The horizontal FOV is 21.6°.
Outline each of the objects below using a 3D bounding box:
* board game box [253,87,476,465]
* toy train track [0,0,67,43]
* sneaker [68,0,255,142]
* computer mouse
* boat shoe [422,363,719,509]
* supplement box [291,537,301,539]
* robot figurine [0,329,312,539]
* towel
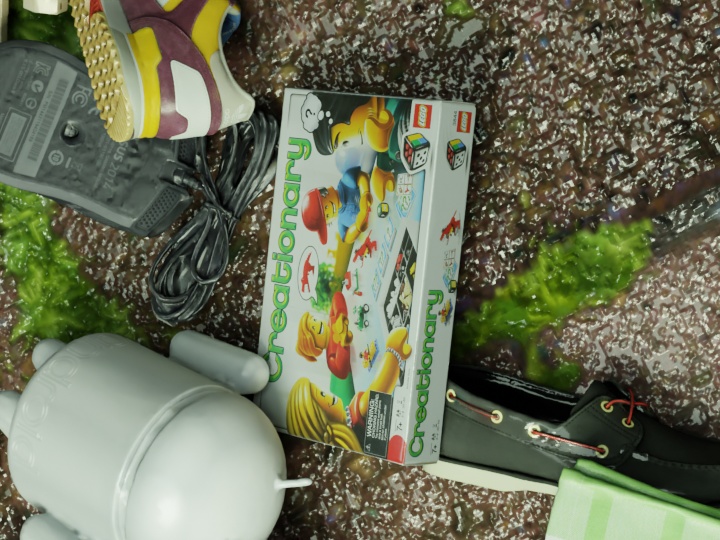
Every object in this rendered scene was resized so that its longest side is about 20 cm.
[{"bbox_3d":[0.000,0.000,1.078,0.126,0.034,0.202,9,95,44],"label":"board game box"},{"bbox_3d":[-0.266,-0.194,1.157,0.199,0.032,0.116,22,122,25],"label":"toy train track"},{"bbox_3d":[-0.120,-0.162,1.114,0.089,0.075,0.202,-4,63,-21],"label":"sneaker"},{"bbox_3d":[-0.154,-0.067,1.140,0.199,0.053,0.139,27,89,5],"label":"computer mouse"},{"bbox_3d":[0.131,0.094,1.048,0.199,0.074,0.064,9,102,20],"label":"boat shoe"},{"bbox_3d":[-0.087,0.267,1.088,0.200,0.131,0.103,-46,80,12],"label":"supplement box"},{"bbox_3d":[-0.123,0.108,1.086,0.199,0.113,0.170,22,68,34],"label":"robot figurine"},{"bbox_3d":[0.161,0.205,1.030,0.148,0.031,0.202,17,120,12],"label":"towel"}]
